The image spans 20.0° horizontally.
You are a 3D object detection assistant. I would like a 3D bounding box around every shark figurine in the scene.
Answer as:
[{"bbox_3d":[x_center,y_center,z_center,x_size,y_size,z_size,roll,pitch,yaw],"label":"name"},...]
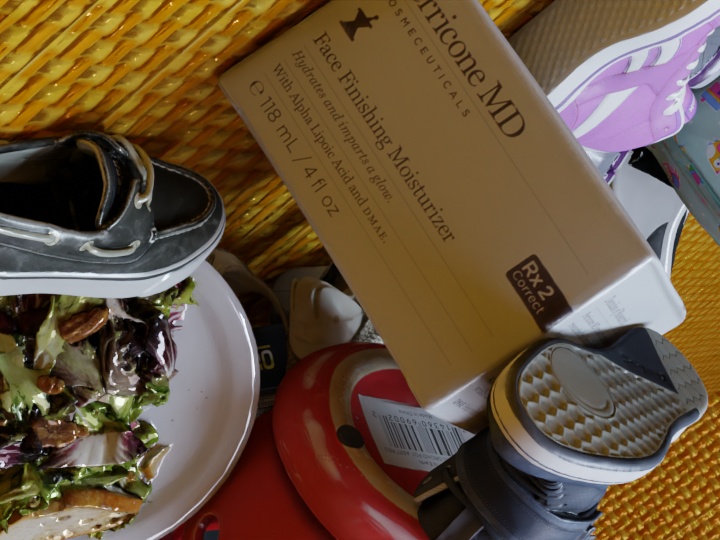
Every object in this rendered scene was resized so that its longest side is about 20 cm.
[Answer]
[{"bbox_3d":[-0.118,0.022,1.168,0.089,0.128,0.215,-5,-156,20],"label":"shark figurine"}]

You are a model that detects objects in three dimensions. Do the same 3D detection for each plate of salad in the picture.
[{"bbox_3d":[-0.147,0.068,1.034,0.200,0.200,0.048,-33,-153,1],"label":"plate of salad"}]

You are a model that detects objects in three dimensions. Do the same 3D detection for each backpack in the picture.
[{"bbox_3d":[0.267,-0.078,1.333,0.167,0.200,0.127,-34,168,10],"label":"backpack"}]

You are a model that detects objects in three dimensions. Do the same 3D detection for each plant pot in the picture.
[{"bbox_3d":[-0.002,0.157,1.134,0.200,0.200,0.183,-13,147,-51],"label":"plant pot"}]

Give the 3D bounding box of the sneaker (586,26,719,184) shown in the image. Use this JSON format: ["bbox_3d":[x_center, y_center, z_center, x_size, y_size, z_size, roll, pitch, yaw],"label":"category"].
[{"bbox_3d":[0.145,-0.111,1.269,0.200,0.074,0.088,-45,153,6],"label":"sneaker"}]

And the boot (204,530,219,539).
[{"bbox_3d":[-0.095,0.162,1.458,0.203,0.154,0.073,-31,165,-5],"label":"boot"}]

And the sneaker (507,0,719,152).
[{"bbox_3d":[0.173,-0.133,1.162,0.114,0.073,0.200,19,143,-37],"label":"sneaker"}]

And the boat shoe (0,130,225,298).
[{"bbox_3d":[-0.126,-0.028,0.948,0.064,0.071,0.200,-41,161,34],"label":"boat shoe"}]

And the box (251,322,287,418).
[{"bbox_3d":[-0.078,0.083,1.332,0.200,0.049,0.161,-10,160,-16],"label":"box"}]

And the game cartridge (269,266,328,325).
[{"bbox_3d":[0.038,0.036,1.378,0.199,0.041,0.133,3,163,-3],"label":"game cartridge"}]

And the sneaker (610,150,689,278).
[{"bbox_3d":[0.206,-0.067,1.490,0.112,0.073,0.200,-91,-164,-70],"label":"sneaker"}]

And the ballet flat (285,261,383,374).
[{"bbox_3d":[0.000,0.000,1.225,0.200,0.068,0.075,-58,140,-12],"label":"ballet flat"}]

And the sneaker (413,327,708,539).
[{"bbox_3d":[0.076,0.098,0.970,0.146,0.077,0.202,-41,164,21],"label":"sneaker"}]

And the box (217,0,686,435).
[{"bbox_3d":[0.053,-0.034,1.043,0.131,0.199,0.200,-34,165,6],"label":"box"}]
